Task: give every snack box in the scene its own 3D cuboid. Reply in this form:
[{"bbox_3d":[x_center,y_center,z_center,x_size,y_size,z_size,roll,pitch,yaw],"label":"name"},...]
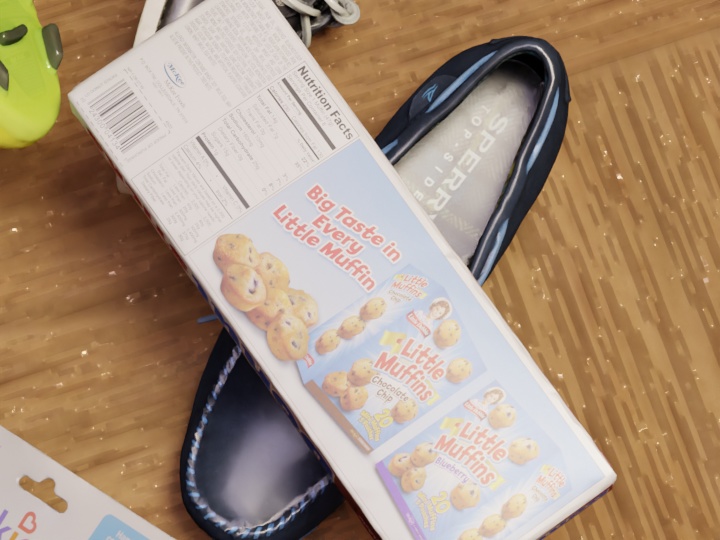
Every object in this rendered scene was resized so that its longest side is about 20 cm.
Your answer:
[{"bbox_3d":[-0.007,0.006,0.824,0.072,0.024,0.200,-34,80,-8],"label":"snack box"}]

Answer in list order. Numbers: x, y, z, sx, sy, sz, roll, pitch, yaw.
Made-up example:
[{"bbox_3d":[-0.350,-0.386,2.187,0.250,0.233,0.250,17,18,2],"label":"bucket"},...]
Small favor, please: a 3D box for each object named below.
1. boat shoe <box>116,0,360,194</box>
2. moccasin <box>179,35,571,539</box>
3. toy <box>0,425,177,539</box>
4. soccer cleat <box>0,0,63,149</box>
[{"bbox_3d":[-0.026,-0.110,0.897,0.063,0.073,0.200,20,71,5],"label":"boat shoe"},{"bbox_3d":[0.000,0.000,0.871,0.080,0.068,0.200,29,79,2],"label":"moccasin"},{"bbox_3d":[-0.158,0.134,0.800,0.115,0.047,0.200,28,79,34],"label":"toy"},{"bbox_3d":[-0.178,-0.109,0.846,0.200,0.065,0.084,46,117,-4],"label":"soccer cleat"}]
